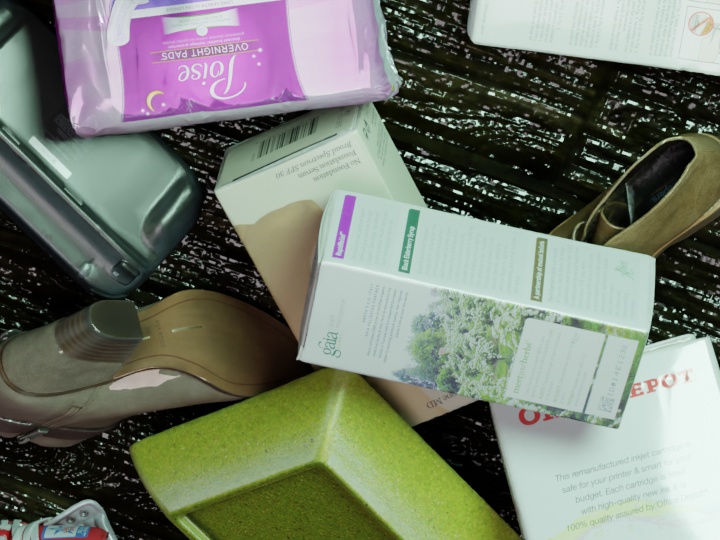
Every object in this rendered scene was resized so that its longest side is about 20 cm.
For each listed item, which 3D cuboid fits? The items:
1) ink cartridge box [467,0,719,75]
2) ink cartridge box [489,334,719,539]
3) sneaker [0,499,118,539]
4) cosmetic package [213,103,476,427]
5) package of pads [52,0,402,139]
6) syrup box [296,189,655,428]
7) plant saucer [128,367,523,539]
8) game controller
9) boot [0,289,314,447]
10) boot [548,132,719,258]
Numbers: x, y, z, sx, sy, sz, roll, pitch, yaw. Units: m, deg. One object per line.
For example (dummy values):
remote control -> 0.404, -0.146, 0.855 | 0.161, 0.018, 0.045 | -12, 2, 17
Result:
ink cartridge box -> 0.171, -0.201, 1.499 | 0.199, 0.050, 0.161 | 6, 116, -2
ink cartridge box -> 0.173, 0.156, 1.583 | 0.144, 0.085, 0.200 | -15, 79, 2
sneaker -> -0.243, 0.187, 1.709 | 0.200, 0.071, 0.113 | 31, 119, -18
cosmetic package -> 0.000, 0.000, 1.595 | 0.105, 0.071, 0.200 | -24, 111, 15
package of pads -> -0.080, -0.150, 1.519 | 0.199, 0.076, 0.121 | -7, 99, 7
syrup box -> 0.068, 0.022, 1.509 | 0.200, 0.082, 0.079 | 13, 127, 0
plant saucer -> -0.026, 0.166, 1.641 | 0.199, 0.048, 0.200 | -23, 123, 37
game controller -> -0.189, -0.076, 1.577 | 0.200, 0.042, 0.104 | 46, 69, -16
boot -> -0.148, 0.072, 1.643 | 0.200, 0.070, 0.146 | 15, 144, -33
boot -> 0.143, -0.014, 1.561 | 0.200, 0.075, 0.074 | -46, 68, 18
